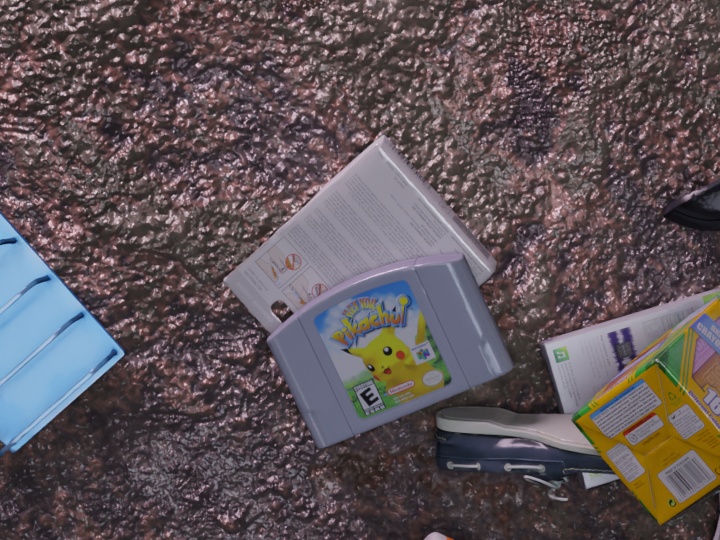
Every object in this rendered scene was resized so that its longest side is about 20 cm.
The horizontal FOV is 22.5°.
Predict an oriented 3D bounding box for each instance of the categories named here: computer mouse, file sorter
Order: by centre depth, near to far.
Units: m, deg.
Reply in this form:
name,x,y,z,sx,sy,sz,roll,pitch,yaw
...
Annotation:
name,x,y,z,sx,sy,sz,roll,pitch,yaw
file sorter,-0.330,0.050,1.605,0.139,0.123,0.200,-42,94,0
computer mouse,0.375,-0.081,1.627,0.200,0.140,0.046,-24,84,-2

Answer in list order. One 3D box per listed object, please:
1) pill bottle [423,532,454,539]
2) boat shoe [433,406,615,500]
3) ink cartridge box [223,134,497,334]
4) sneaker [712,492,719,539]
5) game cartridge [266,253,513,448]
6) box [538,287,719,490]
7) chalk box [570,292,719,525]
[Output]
name,x,y,z,sx,sy,sz,roll,pitch,yaw
pill bottle,0.130,0.330,1.643,0.200,0.114,0.114,26,90,-3
boat shoe,0.161,0.166,1.638,0.200,0.075,0.062,5,104,18
ink cartridge box,0.000,0.000,1.669,0.200,0.050,0.161,-41,94,17
sneaker,0.361,0.261,1.661,0.075,0.082,0.200,-7,105,-3
game cartridge,0.022,0.067,1.640,0.200,0.040,0.133,-24,95,13
box,0.281,0.107,1.684,0.200,0.036,0.145,-16,93,-1
chalk box,0.305,0.104,1.580,0.124,0.124,0.200,49,44,4
